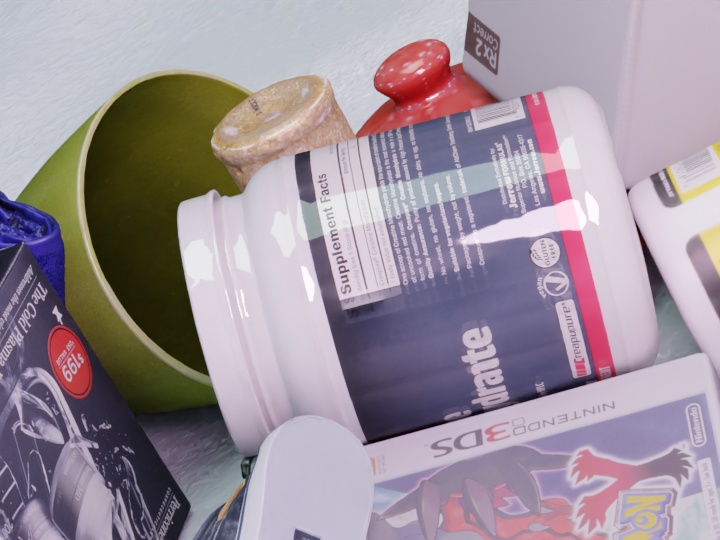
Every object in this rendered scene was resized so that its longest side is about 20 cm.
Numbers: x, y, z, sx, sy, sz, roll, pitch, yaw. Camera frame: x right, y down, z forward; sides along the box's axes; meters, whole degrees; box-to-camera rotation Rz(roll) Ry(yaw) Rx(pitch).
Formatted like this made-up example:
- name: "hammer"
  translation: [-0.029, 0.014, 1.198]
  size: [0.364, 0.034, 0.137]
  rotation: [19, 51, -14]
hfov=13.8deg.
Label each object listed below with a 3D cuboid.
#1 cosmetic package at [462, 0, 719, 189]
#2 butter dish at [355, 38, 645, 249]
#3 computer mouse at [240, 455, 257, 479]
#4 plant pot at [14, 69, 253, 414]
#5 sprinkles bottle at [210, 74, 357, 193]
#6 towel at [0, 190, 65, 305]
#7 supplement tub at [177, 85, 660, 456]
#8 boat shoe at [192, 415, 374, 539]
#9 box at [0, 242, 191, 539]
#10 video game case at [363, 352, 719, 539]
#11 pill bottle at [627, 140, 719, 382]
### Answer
- name: "cosmetic package"
  translation: [0.181, -0.151, 1.493]
  size: [0.200, 0.165, 0.165]
  rotation: [-6, 27, -25]
- name: "butter dish"
  translation: [0.056, -0.057, 1.600]
  size: [0.199, 0.148, 0.200]
  rotation: [-14, 28, 31]
- name: "computer mouse"
  translation: [0.045, 0.108, 1.387]
  size: [0.138, 0.053, 0.200]
  rotation: [-31, 33, -15]
- name: "plant pot"
  translation: [-0.139, 0.010, 1.690]
  size: [0.200, 0.187, 0.187]
  rotation: [-28, 19, 45]
- name: "sprinkles bottle"
  translation: [0.000, 0.000, 1.484]
  size: [0.068, 0.200, 0.068]
  rotation: [-24, 24, 12]
- name: "towel"
  translation: [-0.210, 0.039, 1.624]
  size: [0.050, 0.200, 0.148]
  rotation: [-19, 35, -29]
- name: "supplement tub"
  translation: [0.028, 0.003, 1.367]
  size: [0.200, 0.140, 0.140]
  rotation: [-14, 25, 4]
- name: "boat shoe"
  translation: [-0.046, 0.162, 1.261]
  size: [0.091, 0.071, 0.200]
  rotation: [-52, 16, 47]
- name: "box"
  translation: [-0.192, 0.121, 1.489]
  size: [0.104, 0.182, 0.200]
  rotation: [-18, 27, 24]
- name: "video game case"
  translation: [0.077, 0.131, 1.268]
  size: [0.182, 0.023, 0.200]
  rotation: [-16, 41, 10]
- name: "pill bottle"
  translation: [0.236, -0.033, 1.392]
  size: [0.200, 0.111, 0.111]
  rotation: [-27, 24, 8]
